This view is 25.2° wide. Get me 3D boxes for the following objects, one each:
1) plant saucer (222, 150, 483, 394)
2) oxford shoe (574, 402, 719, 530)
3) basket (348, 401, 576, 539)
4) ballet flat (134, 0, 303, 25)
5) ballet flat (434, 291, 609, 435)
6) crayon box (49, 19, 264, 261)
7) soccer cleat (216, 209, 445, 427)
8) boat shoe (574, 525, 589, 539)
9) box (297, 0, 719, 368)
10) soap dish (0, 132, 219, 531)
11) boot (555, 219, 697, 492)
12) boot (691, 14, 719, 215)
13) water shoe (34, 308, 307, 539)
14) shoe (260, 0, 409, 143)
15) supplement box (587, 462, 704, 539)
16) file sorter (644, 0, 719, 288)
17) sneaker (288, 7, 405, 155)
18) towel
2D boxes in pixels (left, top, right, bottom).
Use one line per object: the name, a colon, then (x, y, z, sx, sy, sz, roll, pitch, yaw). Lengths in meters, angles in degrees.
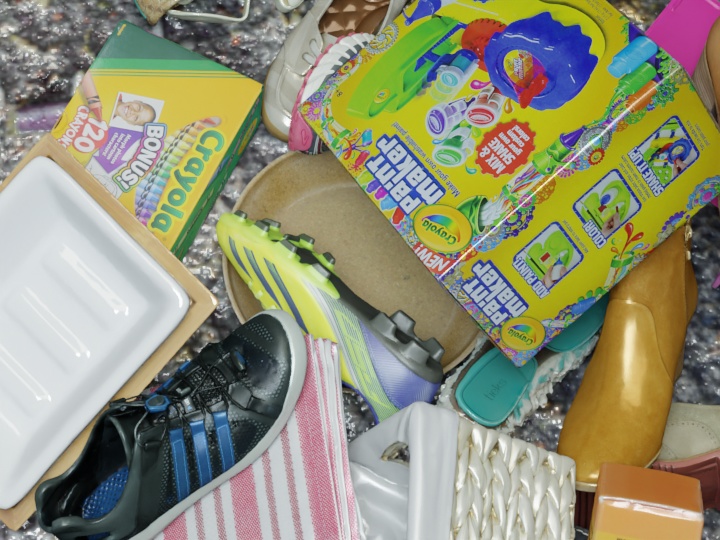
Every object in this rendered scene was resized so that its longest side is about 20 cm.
plant saucer: (0.000, 0.000, 1.149, 0.199, 0.035, 0.202, 3, 65, -6)
oxford shoe: (0.201, 0.134, 1.111, 0.198, 0.071, 0.075, -5, 38, -8)
basket: (0.053, 0.202, 0.995, 0.123, 0.136, 0.201, 15, 63, -21)
ballet flat: (-0.082, -0.226, 1.239, 0.199, 0.070, 0.066, -12, 94, -11)
ballet flat: (0.105, 0.066, 1.111, 0.072, 0.072, 0.200, 41, 45, 11)
crayon box: (-0.164, -0.067, 1.144, 0.118, 0.058, 0.201, 24, 64, 4)
soccer cleat: (-0.034, 0.034, 1.075, 0.200, 0.065, 0.084, 39, 105, 22)
boat shoe: (0.206, 0.223, 1.053, 0.199, 0.074, 0.060, 34, 64, 5)
box: (0.099, -0.084, 1.041, 0.192, 0.122, 0.200, -42, 47, 3)
soap dish: (-0.205, 0.039, 1.033, 0.157, 0.081, 0.200, 43, 97, 8)
boot: (0.175, 0.040, 1.066, 0.070, 0.145, 0.201, 8, 30, 25)
boot: (0.284, -0.092, 1.027, 0.076, 0.155, 0.201, -9, 66, -15)
water shoe: (-0.114, 0.100, 0.987, 0.200, 0.079, 0.072, -47, 57, 6)
shoe: (-0.015, -0.183, 1.223, 0.070, 0.053, 0.201, 28, 64, 6)
supplement box: (0.161, 0.225, 0.985, 0.068, 0.067, 0.202, 8, 103, 8)
file sorter: (0.266, -0.077, 1.175, 0.200, 0.126, 0.139, 37, 64, 9)
sneaker: (0.026, -0.131, 1.161, 0.075, 0.081, 0.199, 40, 46, 22)
towel: (-0.093, 0.135, 1.028, 0.199, 0.030, 0.147, -19, 63, 22)
